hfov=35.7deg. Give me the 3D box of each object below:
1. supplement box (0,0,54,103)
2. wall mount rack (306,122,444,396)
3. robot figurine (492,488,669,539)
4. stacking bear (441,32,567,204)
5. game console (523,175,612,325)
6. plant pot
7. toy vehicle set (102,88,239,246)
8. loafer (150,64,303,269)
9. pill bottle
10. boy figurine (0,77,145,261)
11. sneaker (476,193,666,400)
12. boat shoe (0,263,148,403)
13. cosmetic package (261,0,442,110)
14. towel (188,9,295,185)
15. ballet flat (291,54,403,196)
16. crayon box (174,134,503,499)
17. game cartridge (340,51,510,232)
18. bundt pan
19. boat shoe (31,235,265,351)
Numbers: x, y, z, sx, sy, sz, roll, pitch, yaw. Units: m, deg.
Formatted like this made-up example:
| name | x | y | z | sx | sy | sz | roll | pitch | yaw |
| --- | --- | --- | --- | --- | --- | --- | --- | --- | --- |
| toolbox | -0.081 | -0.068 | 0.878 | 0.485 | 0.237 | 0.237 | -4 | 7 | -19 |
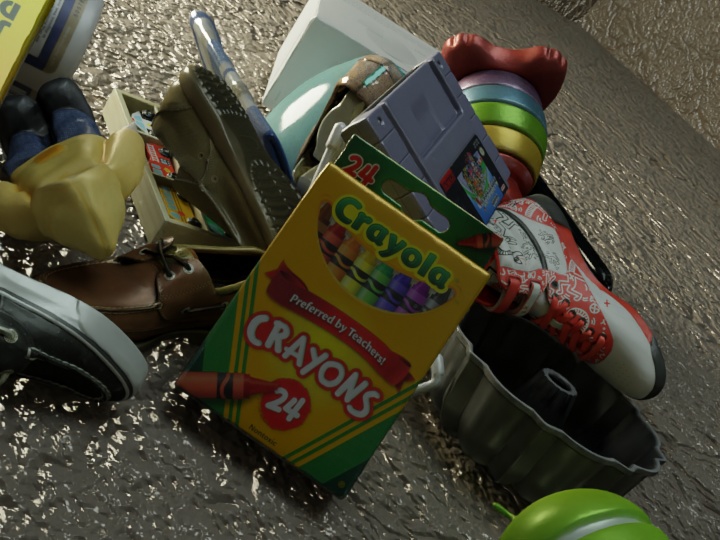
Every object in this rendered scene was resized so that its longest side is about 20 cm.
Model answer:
| name | x | y | z | sx | sy | sz | roll | pitch | yaw |
| --- | --- | --- | --- | --- | --- | --- | --- | --- | --- |
| supplement box | -0.267 | -0.167 | 0.726 | 0.109 | 0.109 | 0.201 | 26 | 55 | -19 |
| wall mount rack | 0.000 | 0.000 | 0.823 | 0.200 | 0.074 | 0.174 | 36 | 36 | -59 |
| robot figurine | 0.152 | 0.215 | 0.662 | 0.175 | 0.116 | 0.200 | 17 | 28 | -39 |
| stacking bear | 0.121 | -0.105 | 1.044 | 0.121 | 0.114 | 0.201 | 10 | 57 | 0 |
| game console | 0.208 | 0.028 | 1.079 | 0.116 | 0.176 | 0.200 | 6 | 32 | -21 |
| plant pot | 0.008 | -0.136 | 1.129 | 0.200 | 0.135 | 0.200 | 29 | 23 | -14 |
| toy vehicle set | -0.138 | -0.072 | 0.938 | 0.124 | 0.027 | 0.200 | 18 | 28 | -36 |
| loafer | -0.098 | -0.063 | 0.862 | 0.076 | 0.067 | 0.200 | 8 | 50 | -59 |
| pill bottle | -0.310 | -0.212 | 0.861 | 0.199 | 0.111 | 0.111 | 26 | 24 | -22 |
| boy figurine | -0.201 | -0.063 | 0.735 | 0.124 | 0.065 | 0.200 | -21 | 31 | -10 |
| sneaker | 0.156 | 0.033 | 0.913 | 0.108 | 0.067 | 0.202 | -18 | 68 | -38 |
| boat shoe | -0.208 | 0.032 | 0.598 | 0.200 | 0.071 | 0.064 | 33 | 54 | -27 |
| cosmetic package | 0.005 | -0.221 | 1.309 | 0.199 | 0.123 | 0.200 | 30 | 24 | -12 |
| towel | -0.098 | -0.128 | 0.995 | 0.147 | 0.024 | 0.200 | 76 | -14 | -49 |
| ballet flat | -0.026 | -0.101 | 0.967 | 0.068 | 0.200 | 0.067 | 34 | 44 | 10 |
| crayon box | -0.009 | 0.024 | 0.705 | 0.127 | 0.200 | 0.051 | 34 | -6 | -2 |
| game cartridge | 0.060 | -0.089 | 0.869 | 0.130 | 0.038 | 0.200 | 54 | 30 | -9 |
| bundt pan | 0.136 | 0.115 | 0.880 | 0.201 | 0.076 | 0.202 | 30 | 20 | -12 |
| boat shoe | -0.132 | 0.008 | 0.734 | 0.072 | 0.068 | 0.200 | 46 | 25 | 25 |
